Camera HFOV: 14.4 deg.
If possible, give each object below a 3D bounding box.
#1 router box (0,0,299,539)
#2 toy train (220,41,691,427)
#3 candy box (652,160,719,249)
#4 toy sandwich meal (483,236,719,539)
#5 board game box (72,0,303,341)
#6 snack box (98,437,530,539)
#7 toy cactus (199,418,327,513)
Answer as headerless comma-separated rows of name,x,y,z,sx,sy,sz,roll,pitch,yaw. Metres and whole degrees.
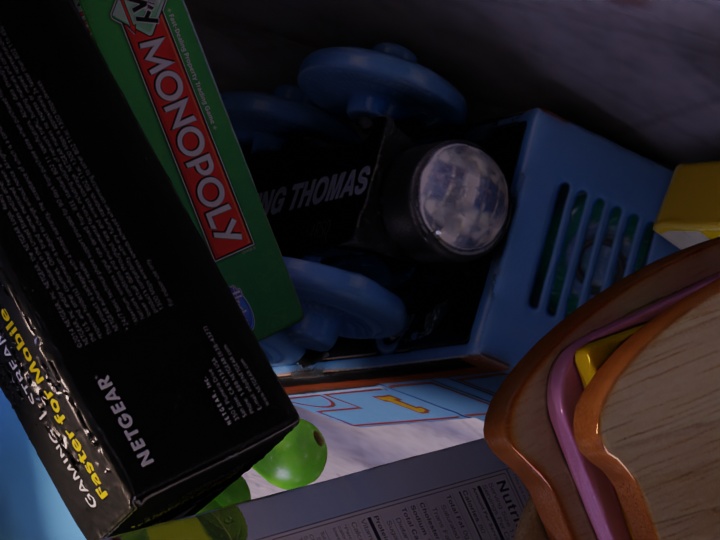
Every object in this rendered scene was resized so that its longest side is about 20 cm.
router box,-0.103,-0.018,0.705,0.200,0.051,0.149,61,153,8
toy train,0.000,0.000,0.795,0.114,0.087,0.200,24,163,-25
candy box,0.171,0.000,0.679,0.102,0.026,0.200,31,161,-30
toy sandwich meal,0.122,0.084,0.648,0.205,0.205,0.070,25,164,-8
board game box,-0.097,-0.036,0.766,0.200,0.029,0.135,-9,103,59
snack box,-0.047,0.108,0.706,0.200,0.068,0.169,-13,166,-47
toy cactus,-0.107,0.056,1.090,0.200,0.102,0.165,13,152,53
